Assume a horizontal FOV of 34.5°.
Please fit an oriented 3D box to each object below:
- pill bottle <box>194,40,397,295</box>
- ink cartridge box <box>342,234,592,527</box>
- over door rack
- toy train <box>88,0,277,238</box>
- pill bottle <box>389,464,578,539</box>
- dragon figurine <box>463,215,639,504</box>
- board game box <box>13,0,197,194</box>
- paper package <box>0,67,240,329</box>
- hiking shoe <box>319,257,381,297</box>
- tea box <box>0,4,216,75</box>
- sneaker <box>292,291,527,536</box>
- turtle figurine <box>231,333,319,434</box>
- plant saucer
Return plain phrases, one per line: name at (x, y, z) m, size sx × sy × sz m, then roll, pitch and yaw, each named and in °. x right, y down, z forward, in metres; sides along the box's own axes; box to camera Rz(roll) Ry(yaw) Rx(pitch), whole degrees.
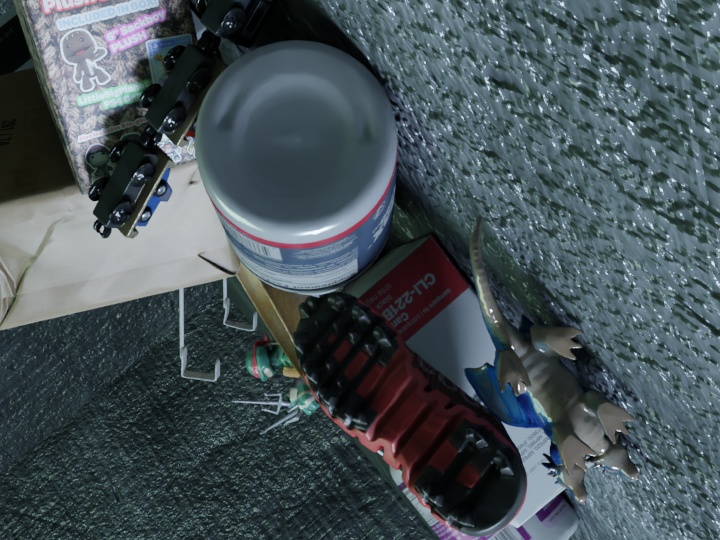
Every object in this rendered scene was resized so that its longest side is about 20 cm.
pill bottle at (-0.035, -0.052, 0.746) m, size 0.120 × 0.119 × 0.200 m, roll 49°, pitch 171°, yaw 11°
ink cartridge box at (0.069, 0.082, 0.869) m, size 0.201 × 0.083 × 0.144 m, roll 51°, pitch 171°, yaw -3°
over door rack at (-0.160, -0.013, 1.083) m, size 0.148 × 0.066 × 0.203 m, roll -59°, pitch -38°, yaw -69°
toy train at (-0.105, -0.103, 0.697) m, size 0.034 × 0.201 × 0.046 m, roll 41°, pitch -162°, yaw 24°
pill bottle at (0.097, 0.187, 1.063) m, size 0.201 × 0.112 × 0.112 m, roll 50°, pitch 171°, yaw 9°
dragon figurine at (0.104, 0.066, 0.702) m, size 0.201 × 0.059 × 0.099 m, roll 51°, pitch 171°, yaw -5°
board game box at (-0.172, -0.182, 0.738) m, size 0.160 × 0.096 × 0.202 m, roll -125°, pitch 21°, yaw -50°
paper package at (-0.193, -0.072, 0.853) m, size 0.201 × 0.188 × 0.105 m, roll -110°, pitch 8°, yaw -52°
hiking shoe at (0.000, 0.000, 0.994) m, size 0.100 × 0.076 × 0.201 m, roll 26°, pitch 161°, yaw 30°
tea box at (-0.240, -0.167, 1.066) m, size 0.134 × 0.199 × 0.197 m, roll 49°, pitch 173°, yaw 10°
sneaker at (0.034, 0.094, 0.756) m, size 0.200 × 0.071 × 0.098 m, roll 43°, pitch -177°, yaw 25°
turtle figurine at (-0.046, 0.105, 1.209) m, size 0.150 × 0.197 × 0.102 m, roll -81°, pitch -16°, yaw -87°
plant saucer at (-0.079, 0.003, 0.973) m, size 0.202 × 0.035 × 0.200 m, roll 57°, pitch 171°, yaw 14°
